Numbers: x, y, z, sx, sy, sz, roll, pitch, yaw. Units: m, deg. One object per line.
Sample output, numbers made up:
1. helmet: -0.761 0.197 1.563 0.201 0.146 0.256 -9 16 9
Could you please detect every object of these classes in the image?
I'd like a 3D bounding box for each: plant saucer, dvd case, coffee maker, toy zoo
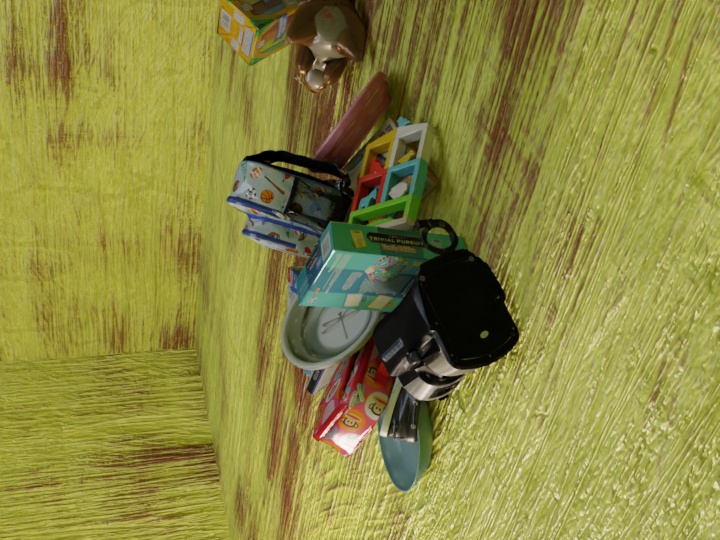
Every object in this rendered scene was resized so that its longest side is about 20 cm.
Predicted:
1. plant saucer: 0.074 0.254 1.422 0.200 0.036 0.201 178 90 -73
2. dvd case: -0.016 0.129 1.520 0.025 0.150 0.200 47 148 14
3. coffee maker: 0.103 0.059 1.163 0.200 0.134 0.193 128 142 -65
4. plant saucer: -0.012 -0.236 1.457 0.201 0.051 0.201 -52 6 7
5. toy zoo: 0.046 -0.141 1.303 0.131 0.020 0.201 -14 54 45
6. plant saucer: -0.032 0.076 1.373 0.050 0.200 0.200 45 -169 -37

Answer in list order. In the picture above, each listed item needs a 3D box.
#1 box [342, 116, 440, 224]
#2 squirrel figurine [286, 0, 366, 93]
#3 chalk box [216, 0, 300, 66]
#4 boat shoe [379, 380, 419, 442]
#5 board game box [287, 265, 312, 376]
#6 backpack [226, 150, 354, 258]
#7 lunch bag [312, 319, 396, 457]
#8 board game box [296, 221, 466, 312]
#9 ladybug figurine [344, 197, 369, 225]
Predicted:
1. box: 0.040 -0.153 1.370 0.119 0.041 0.200 -46 39 17
2. squirrel figurine: -0.062 -0.433 1.644 0.187 0.141 0.201 107 170 -70
3. chalk box: -0.204 -0.575 1.971 0.124 0.200 0.125 45 150 13
4. boat shoe: 0.091 0.160 1.301 0.075 0.066 0.200 62 -132 -78
5. board game box: -0.113 0.107 1.947 0.196 0.056 0.201 -145 55 -68
6. backpack: -0.119 -0.105 1.414 0.200 0.190 0.155 130 165 -83
7. lunch bag: 0.008 0.172 1.369 0.176 0.082 0.200 -54 9 38
8. board game box: 0.028 0.001 1.233 0.151 0.199 0.047 125 144 -51
9. ladybug figurine: 0.028 -0.064 1.450 0.200 0.072 0.137 -136 54 -65
